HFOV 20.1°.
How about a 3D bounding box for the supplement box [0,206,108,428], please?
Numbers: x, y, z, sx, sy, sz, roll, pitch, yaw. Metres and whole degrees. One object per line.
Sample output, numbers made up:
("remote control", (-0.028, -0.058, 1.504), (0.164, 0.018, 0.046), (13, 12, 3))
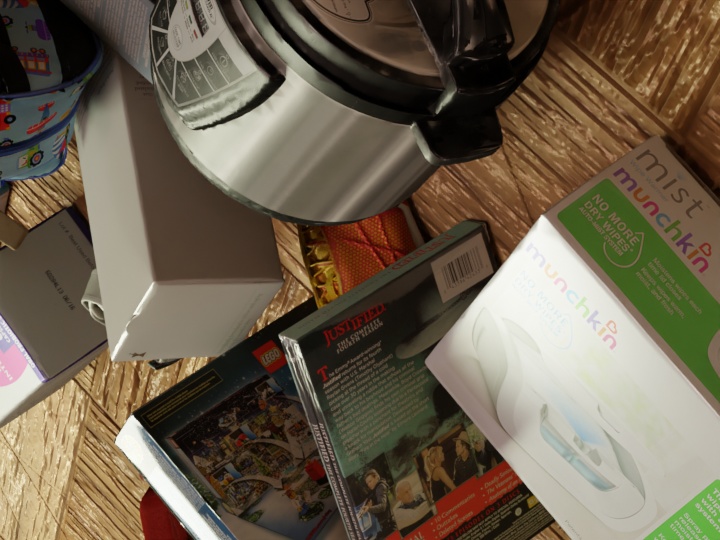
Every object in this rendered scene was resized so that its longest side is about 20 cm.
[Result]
("supplement box", (-0.261, 0.047, 1.554), (0.101, 0.103, 0.200), (54, 148, 1))

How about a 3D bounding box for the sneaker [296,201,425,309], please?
("sneaker", (0.000, 0.000, 1.209), (0.200, 0.077, 0.073), (55, 148, 4))

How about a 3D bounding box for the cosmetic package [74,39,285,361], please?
("cosmetic package", (-0.115, -0.057, 1.217), (0.108, 0.085, 0.200), (130, 133, -56))

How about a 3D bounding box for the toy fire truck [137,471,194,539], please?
("toy fire truck", (-0.106, 0.175, 1.395), (0.112, 0.200, 0.168), (-16, 106, 18))

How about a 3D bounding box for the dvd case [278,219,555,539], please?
("dvd case", (0.042, 0.091, 1.171), (0.022, 0.146, 0.200), (16, 131, 51))

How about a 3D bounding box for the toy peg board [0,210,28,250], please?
("toy peg board", (-0.370, -0.060, 1.450), (0.199, 0.098, 0.200), (36, 174, -30))

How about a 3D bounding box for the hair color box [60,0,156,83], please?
("hair color box", (-0.083, -0.148, 1.163), (0.200, 0.099, 0.061), (42, 143, 19))

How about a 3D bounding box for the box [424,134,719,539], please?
("box", (0.156, 0.063, 1.051), (0.200, 0.097, 0.176), (50, 149, 9))

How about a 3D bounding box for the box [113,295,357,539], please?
("box", (-0.028, 0.098, 1.214), (0.137, 0.200, 0.038), (49, 141, 11))

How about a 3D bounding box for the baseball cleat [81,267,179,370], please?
("baseball cleat", (-0.144, -0.029, 1.335), (0.070, 0.106, 0.200), (9, 123, 54))

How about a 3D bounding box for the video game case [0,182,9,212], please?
("video game case", (-0.347, -0.054, 1.649), (0.143, 0.018, 0.200), (45, 145, 15))

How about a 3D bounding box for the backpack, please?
("backpack", (-0.246, -0.111, 1.202), (0.200, 0.182, 0.135), (49, 140, 48))

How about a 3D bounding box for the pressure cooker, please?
("pressure cooker", (0.001, -0.136, 1.007), (0.176, 0.179, 0.200), (32, 147, -10))
